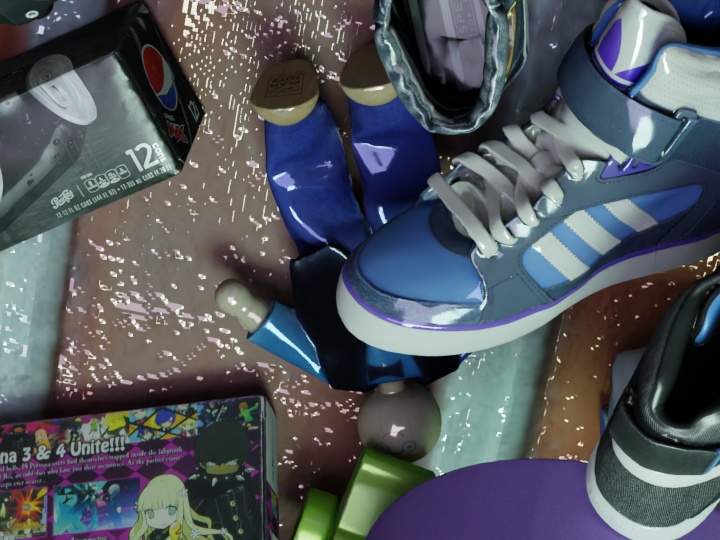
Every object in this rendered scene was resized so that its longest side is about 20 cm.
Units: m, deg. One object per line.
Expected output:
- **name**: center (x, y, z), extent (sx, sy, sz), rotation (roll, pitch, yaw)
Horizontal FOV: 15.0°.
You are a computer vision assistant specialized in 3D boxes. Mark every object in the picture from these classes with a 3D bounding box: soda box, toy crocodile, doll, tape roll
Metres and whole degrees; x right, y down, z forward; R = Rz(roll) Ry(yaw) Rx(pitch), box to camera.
- **soda box**: center (-0.173, -0.044, 1.213), extent (0.199, 0.071, 0.064), rotation (-23, 110, 16)
- **toy crocodile**: center (-0.015, 0.162, 1.292), extent (0.067, 0.062, 0.200), rotation (23, 127, -6)
- **doll**: center (0.000, 0.000, 1.229), extent (0.136, 0.049, 0.201), rotation (-11, 120, 4)
- **tape roll**: center (0.090, 0.173, 1.203), extent (0.199, 0.066, 0.201), rotation (8, 134, 8)

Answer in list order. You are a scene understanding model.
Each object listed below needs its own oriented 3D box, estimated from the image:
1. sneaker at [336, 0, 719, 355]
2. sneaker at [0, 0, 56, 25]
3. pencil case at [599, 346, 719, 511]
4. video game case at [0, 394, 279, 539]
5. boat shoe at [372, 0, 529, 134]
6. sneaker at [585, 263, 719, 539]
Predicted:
- **sneaker**: center (0.082, -0.055, 1.136), extent (0.199, 0.081, 0.147), rotation (-17, 137, -18)
- **sneaker**: center (-0.138, -0.151, 1.174), extent (0.199, 0.072, 0.083), rotation (-12, 138, 13)
- **pencil case**: center (0.206, 0.074, 1.223), extent (0.199, 0.083, 0.091), rotation (-5, 96, 7)
- **video game case**: center (-0.134, 0.156, 1.258), extent (0.199, 0.182, 0.036), rotation (-8, 155, 9)
- **boat shoe**: center (0.031, -0.158, 1.121), extent (0.070, 0.091, 0.201), rotation (-11, 108, 11)
- **sneaker**: center (0.173, 0.018, 1.129), extent (0.073, 0.200, 0.112), rotation (34, 150, 11)
